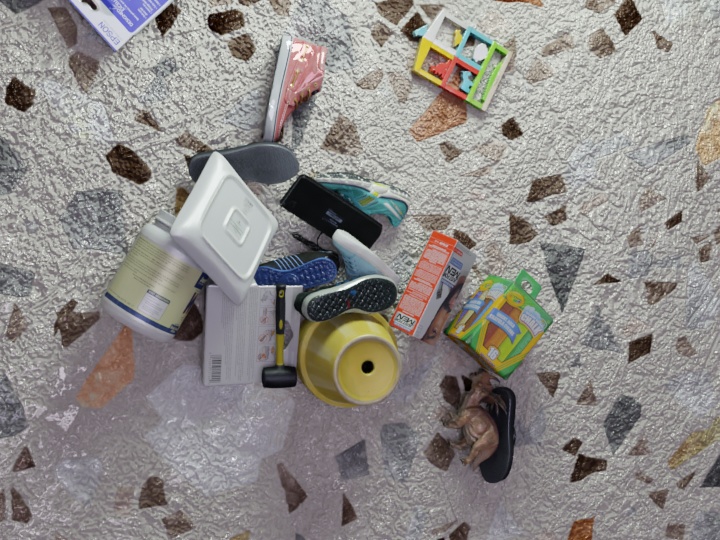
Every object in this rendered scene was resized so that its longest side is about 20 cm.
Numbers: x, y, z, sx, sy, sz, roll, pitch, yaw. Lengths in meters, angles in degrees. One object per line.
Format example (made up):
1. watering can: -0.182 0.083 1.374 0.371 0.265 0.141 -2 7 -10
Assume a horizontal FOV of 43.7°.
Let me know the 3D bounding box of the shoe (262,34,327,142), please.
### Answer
1. shoe: -0.119 -0.324 1.642 0.090 0.071 0.201 12 88 -11

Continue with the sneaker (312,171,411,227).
1. sneaker: 0.001 -0.137 1.700 0.199 0.078 0.080 16 100 -17

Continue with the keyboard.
1. keyboard: -0.065 -0.085 1.691 0.199 0.021 0.127 33 106 -21

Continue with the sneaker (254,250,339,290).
1. sneaker: -0.135 0.008 1.683 0.199 0.078 0.071 -9 103 7

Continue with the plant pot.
1. plant pot: -0.011 0.166 1.668 0.199 0.189 0.202 -2 96 -17

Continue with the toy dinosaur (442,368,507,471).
1. toy dinosaur: 0.244 0.313 1.809 0.135 0.086 0.201 -18 101 -12

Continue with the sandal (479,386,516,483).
1. sandal: 0.293 0.340 1.839 0.043 0.076 0.202 5 96 -43

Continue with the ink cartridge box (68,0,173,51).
1. ink cartridge box: -0.421 -0.518 1.551 0.200 0.047 0.198 -44 107 -6

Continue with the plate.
1. plate: -0.224 -0.075 1.566 0.200 0.032 0.201 51 45 -36

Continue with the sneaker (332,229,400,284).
1. sneaker: 0.000 0.000 1.682 0.082 0.074 0.200 -51 133 -1

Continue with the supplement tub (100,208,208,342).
1. supplement tub: -0.348 0.009 1.576 0.145 0.145 0.201 31 87 -17

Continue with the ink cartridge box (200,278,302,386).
1. ink cartridge box: -0.203 0.113 1.659 0.175 0.045 0.201 0 110 -17

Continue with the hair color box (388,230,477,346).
1. hair color box: 0.142 0.036 1.736 0.111 0.064 0.201 27 89 -59

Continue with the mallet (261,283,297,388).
1. mallet: -0.156 0.123 1.636 0.065 0.041 0.201 -8 108 -11

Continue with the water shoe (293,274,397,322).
1. water shoe: -0.027 0.043 1.647 0.199 0.079 0.072 -8 105 -30

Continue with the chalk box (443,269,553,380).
1. chalk box: 0.287 0.093 1.779 0.125 0.124 0.200 41 85 -17

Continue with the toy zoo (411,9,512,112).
1. toy zoo: 0.186 -0.414 1.747 0.199 0.020 0.132 26 89 -17

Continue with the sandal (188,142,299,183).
1. sandal: -0.212 -0.199 1.635 0.199 0.043 0.077 -1 117 -6
